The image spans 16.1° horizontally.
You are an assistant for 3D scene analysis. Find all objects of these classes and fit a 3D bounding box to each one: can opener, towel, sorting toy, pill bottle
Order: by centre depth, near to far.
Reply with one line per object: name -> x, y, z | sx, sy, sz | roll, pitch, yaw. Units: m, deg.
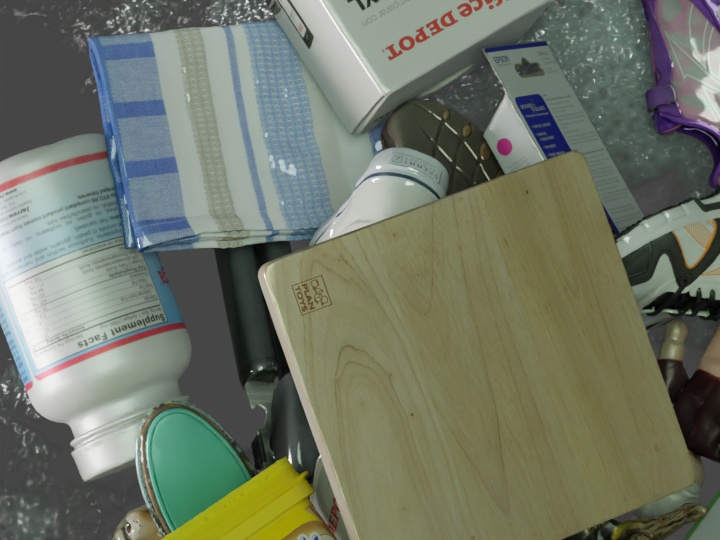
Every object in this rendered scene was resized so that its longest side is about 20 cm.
sorting toy -> 0.060, 0.060, 1.436 | 0.198, 0.070, 0.201 | -20, 92, -15
can opener -> -0.047, 0.051, 1.585 | 0.052, 0.067, 0.201 | 3, 54, -27
pill bottle -> -0.171, 0.024, 1.596 | 0.108, 0.109, 0.201 | -21, 86, -2
towel -> -0.066, -0.088, 1.606 | 0.199, 0.024, 0.148 | -6, 78, -26

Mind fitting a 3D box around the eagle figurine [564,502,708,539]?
eagle figurine -> 0.094, 0.118, 1.580 | 0.200, 0.151, 0.152 | 36, 113, -9

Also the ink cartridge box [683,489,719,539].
ink cartridge box -> 0.300, 0.198, 1.553 | 0.200, 0.084, 0.146 | 40, 84, -29

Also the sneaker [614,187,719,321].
sneaker -> 0.203, -0.002, 1.539 | 0.199, 0.074, 0.080 | -22, 83, -36

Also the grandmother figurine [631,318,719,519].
grandmother figurine -> 0.237, 0.078, 1.620 | 0.121, 0.061, 0.200 | 35, 89, 41

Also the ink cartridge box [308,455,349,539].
ink cartridge box -> 0.057, 0.198, 1.519 | 0.083, 0.147, 0.200 | -27, 63, -24

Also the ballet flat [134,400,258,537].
ballet flat -> -0.077, 0.169, 1.558 | 0.074, 0.074, 0.201 | -31, 95, -3

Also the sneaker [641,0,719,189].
sneaker -> 0.213, -0.133, 1.632 | 0.088, 0.080, 0.201 | -34, 87, 4

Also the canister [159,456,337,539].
canister -> -0.041, 0.227, 1.449 | 0.148, 0.087, 0.200 | -32, 84, -44

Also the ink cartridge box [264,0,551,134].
ink cartridge box -> 0.008, -0.211, 1.613 | 0.146, 0.084, 0.200 | -32, 85, -22

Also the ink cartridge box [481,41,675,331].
ink cartridge box -> 0.135, -0.050, 1.608 | 0.037, 0.095, 0.201 | -31, 82, 29

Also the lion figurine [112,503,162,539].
lion figurine -> -0.114, 0.246, 1.582 | 0.122, 0.072, 0.201 | -30, 73, 1

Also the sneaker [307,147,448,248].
sneaker -> 0.000, 0.000, 1.553 | 0.073, 0.200, 0.071 | 22, 60, 1

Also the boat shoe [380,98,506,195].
boat shoe -> 0.072, -0.015, 1.608 | 0.074, 0.073, 0.200 | -40, 97, -39
